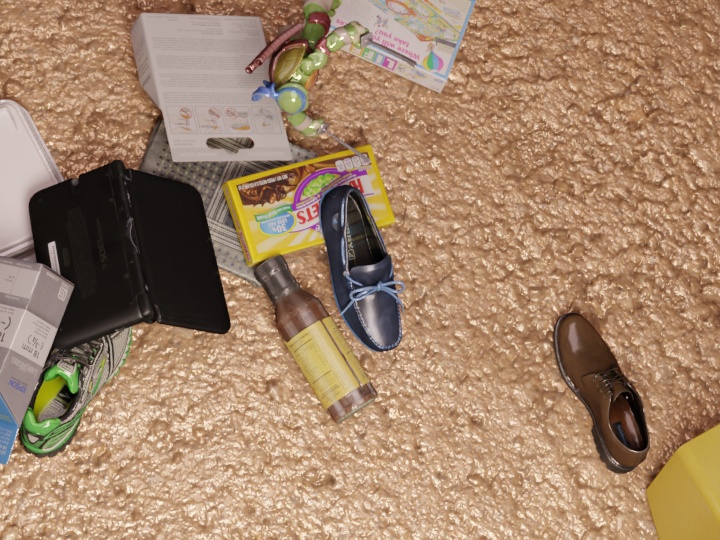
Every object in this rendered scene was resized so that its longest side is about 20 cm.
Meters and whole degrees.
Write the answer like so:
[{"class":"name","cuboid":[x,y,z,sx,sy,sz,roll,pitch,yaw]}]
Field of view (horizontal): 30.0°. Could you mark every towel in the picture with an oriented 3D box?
[{"class":"towel","cuboid":[-0.171,-0.097,1.608,0.198,0.035,0.194,24,68,-6]}]

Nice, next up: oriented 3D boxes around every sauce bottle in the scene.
[{"class":"sauce bottle","cuboid":[-0.055,0.076,1.543,0.064,0.065,0.201,-27,80,-21]}]

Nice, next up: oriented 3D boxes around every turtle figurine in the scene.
[{"class":"turtle figurine","cuboid":[-0.036,-0.238,1.617,0.197,0.145,0.195,-4,44,0]}]

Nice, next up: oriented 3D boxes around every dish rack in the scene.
[{"class":"dish rack","cuboid":[-0.425,-0.097,1.535,0.170,0.044,0.201,-26,76,-21]}]

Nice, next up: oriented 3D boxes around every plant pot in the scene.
[{"class":"plant pot","cuboid":[0.442,0.270,1.530,0.198,0.201,0.177,-24,66,-21]}]

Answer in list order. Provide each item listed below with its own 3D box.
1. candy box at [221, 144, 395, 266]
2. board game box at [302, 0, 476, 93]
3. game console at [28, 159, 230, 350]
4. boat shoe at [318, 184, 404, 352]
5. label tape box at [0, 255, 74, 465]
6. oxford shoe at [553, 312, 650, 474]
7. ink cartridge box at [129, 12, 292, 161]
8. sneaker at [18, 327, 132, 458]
[{"class":"candy box","cuboid":[-0.059,-0.079,1.604,0.198,0.026,0.104,-17,88,-27]},{"class":"board game box","cuboid":[0.038,-0.331,1.742,0.198,0.034,0.136,24,66,-4]},{"class":"game console","cuboid":[-0.259,-0.007,1.498,0.174,0.117,0.202,-20,61,6]},{"class":"boat shoe","cuboid":[0.000,0.000,1.566,0.084,0.068,0.202,-26,94,-26]},{"class":"label tape box","cuboid":[-0.403,0.085,1.407,0.143,0.063,0.202,9,73,27]},{"class":"oxford shoe","cuboid":[0.295,0.134,1.598,0.072,0.085,0.202,-21,74,-18]},{"class":"ink cartridge box","cuboid":[-0.180,-0.214,1.619,0.161,0.057,0.203,-4,73,-29]},{"class":"sneaker","cuboid":[-0.305,0.106,1.463,0.077,0.085,0.202,24,65,-3]}]
